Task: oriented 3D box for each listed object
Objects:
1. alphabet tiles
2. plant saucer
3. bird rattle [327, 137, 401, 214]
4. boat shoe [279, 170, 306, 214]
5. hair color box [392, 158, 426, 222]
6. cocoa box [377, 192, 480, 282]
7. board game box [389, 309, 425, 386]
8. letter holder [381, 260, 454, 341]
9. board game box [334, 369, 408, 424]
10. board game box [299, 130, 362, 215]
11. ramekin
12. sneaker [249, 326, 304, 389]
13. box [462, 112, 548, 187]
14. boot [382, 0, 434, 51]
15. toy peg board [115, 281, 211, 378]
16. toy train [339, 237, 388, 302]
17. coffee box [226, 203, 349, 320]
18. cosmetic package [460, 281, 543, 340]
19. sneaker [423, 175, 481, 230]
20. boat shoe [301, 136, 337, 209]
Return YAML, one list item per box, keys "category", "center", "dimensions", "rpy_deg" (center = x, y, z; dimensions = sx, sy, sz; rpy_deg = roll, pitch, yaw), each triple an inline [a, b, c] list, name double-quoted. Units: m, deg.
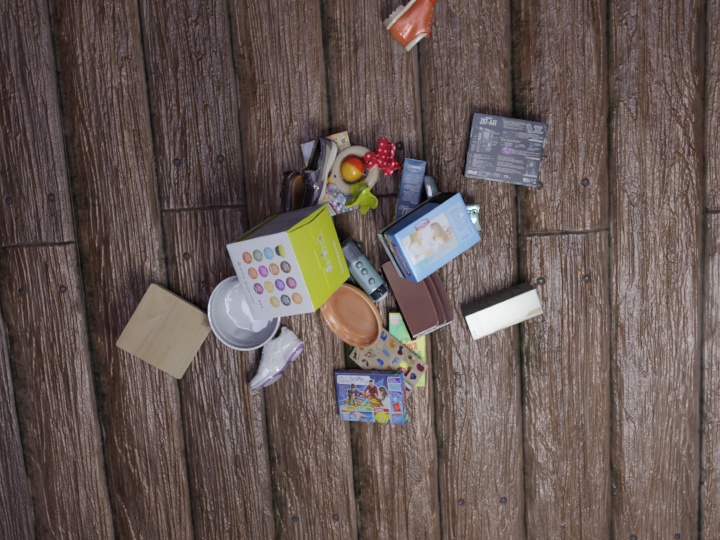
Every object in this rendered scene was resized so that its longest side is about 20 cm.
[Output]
- category: "alphabet tiles"
  center: [0.066, 0.259, 1.634]
  dimensions: [0.199, 0.008, 0.169]
  rpy_deg: [38, 112, 16]
- category: "plant saucer"
  center: [-0.022, 0.114, 1.598]
  dimensions: [0.196, 0.037, 0.204]
  rpy_deg: [21, 132, 25]
- category: "bird rattle"
  center: [0.002, -0.255, 1.532]
  dimensions: [0.160, 0.112, 0.204]
  rpy_deg: [27, 95, 16]
- category: "boat shoe"
  center: [-0.185, -0.163, 1.605]
  dimensions: [0.069, 0.070, 0.206]
  rpy_deg: [21, 111, 37]
- category: "hair color box"
  center: [0.123, -0.184, 1.566]
  dimensions: [0.059, 0.100, 0.206]
  rpy_deg: [8, 98, 0]
- category: "cocoa box"
  center: [0.166, -0.085, 1.464]
  dimensions: [0.197, 0.131, 0.135]
  rpy_deg: [-33, 104, -12]
- category: "board game box"
  center: [0.127, 0.212, 1.645]
  dimensions: [0.098, 0.048, 0.206]
  rpy_deg: [0, 98, 3]
- category: "letter holder"
  center: [0.156, 0.058, 1.566]
  dimensions: [0.139, 0.101, 0.204]
  rpy_deg: [-24, 78, -1]
- category: "board game box"
  center: [0.029, 0.342, 1.639]
  dimensions: [0.195, 0.034, 0.140]
  rpy_deg: [-2, 98, 25]
- category: "board game box"
  center: [-0.072, -0.253, 1.599]
  dimensions: [0.132, 0.035, 0.206]
  rpy_deg: [-13, 97, 5]
- category: "ramekin"
  center: [-0.304, 0.105, 1.624]
  dimensions: [0.194, 0.105, 0.206]
  rpy_deg: [0, 98, 3]
- category: "sneaker"
  center: [-0.244, 0.243, 1.667]
  dimensions: [0.200, 0.075, 0.100]
  rpy_deg: [-46, 75, 7]
- category: "box"
  center: [0.375, -0.313, 1.564]
  dimensions: [0.194, 0.044, 0.165]
  rpy_deg: [8, 98, 2]
- category: "boot"
  center: [0.163, -0.653, 1.520]
  dimensions: [0.199, 0.075, 0.108]
  rpy_deg: [-39, 97, 16]
- category: "toy peg board"
  center: [-0.531, 0.153, 1.660]
  dimensions: [0.197, 0.098, 0.202]
  rpy_deg: [32, 99, -18]
- category: "toy train"
  center: [0.000, 0.000, 1.585]
  dimensions: [0.085, 0.114, 0.202]
  rpy_deg: [-37, 95, -5]
- category: "coffee box"
  center: [-0.171, -0.023, 1.478]
  dimensions: [0.193, 0.200, 0.204]
  rpy_deg: [-9, 109, 31]
- category: "cosmetic package"
  center: [0.372, 0.106, 1.592]
  dimensions: [0.196, 0.105, 0.073]
  rpy_deg: [-22, 98, 7]
- category: "sneaker"
  center: [0.245, -0.175, 1.573]
  dimensions: [0.116, 0.074, 0.204]
  rpy_deg: [-25, 105, 12]
- category: "boat shoe"
  center: [-0.119, -0.245, 1.540]
  dimensions: [0.064, 0.071, 0.205]
  rpy_deg: [16, 95, -40]
